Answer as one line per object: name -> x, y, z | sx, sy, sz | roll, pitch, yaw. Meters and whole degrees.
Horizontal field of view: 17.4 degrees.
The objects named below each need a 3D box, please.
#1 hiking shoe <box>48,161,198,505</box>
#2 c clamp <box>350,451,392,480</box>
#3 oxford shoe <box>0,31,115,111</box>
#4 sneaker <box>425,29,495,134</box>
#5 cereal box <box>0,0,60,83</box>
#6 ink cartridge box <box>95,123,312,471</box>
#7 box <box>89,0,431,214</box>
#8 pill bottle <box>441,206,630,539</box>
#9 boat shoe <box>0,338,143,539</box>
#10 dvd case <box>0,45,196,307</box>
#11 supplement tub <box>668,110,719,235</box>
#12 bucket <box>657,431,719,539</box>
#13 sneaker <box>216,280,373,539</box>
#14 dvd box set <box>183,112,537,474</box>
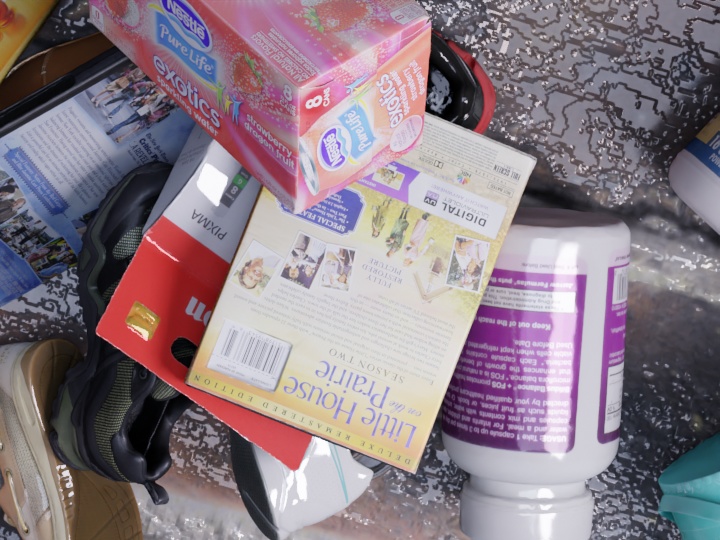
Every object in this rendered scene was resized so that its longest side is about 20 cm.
hiking shoe -> -0.120, 0.037, 1.419 | 0.101, 0.076, 0.200 | 21, 105, 36
c clamp -> -0.058, 0.051, 1.493 | 0.171, 0.027, 0.200 | -19, 96, -2
oxford shoe -> -0.174, -0.108, 1.444 | 0.200, 0.071, 0.071 | -33, 99, 6
sneaker -> -0.005, -0.139, 1.427 | 0.200, 0.098, 0.071 | 33, 99, -4
cereal box -> -0.288, -0.183, 1.400 | 0.200, 0.144, 0.040 | 32, 135, -6
ink cartridge box -> -0.048, -0.007, 1.402 | 0.161, 0.050, 0.200 | 37, 58, -22
box -> -0.059, -0.140, 1.304 | 0.095, 0.103, 0.200 | -30, 57, -26
pill bottle -> 0.106, 0.065, 1.451 | 0.112, 0.112, 0.200 | 3, 98, -1
boat shoe -> -0.193, 0.140, 1.487 | 0.065, 0.072, 0.200 | -5, 106, 37
dvd case -> -0.184, -0.055, 1.430 | 0.200, 0.143, 0.018 | -29, 53, 4
supplement tub -> 0.300, -0.082, 1.414 | 0.145, 0.145, 0.200 | 42, 96, -6
bucket -> 0.287, 0.150, 1.425 | 0.207, 0.207, 0.135 | -27, 90, 3
sneaker -> -0.052, 0.062, 1.454 | 0.080, 0.070, 0.201 | -18, 98, -19
dvd box set -> 0.000, 0.000, 1.367 | 0.146, 0.029, 0.200 | 21, 85, -6
